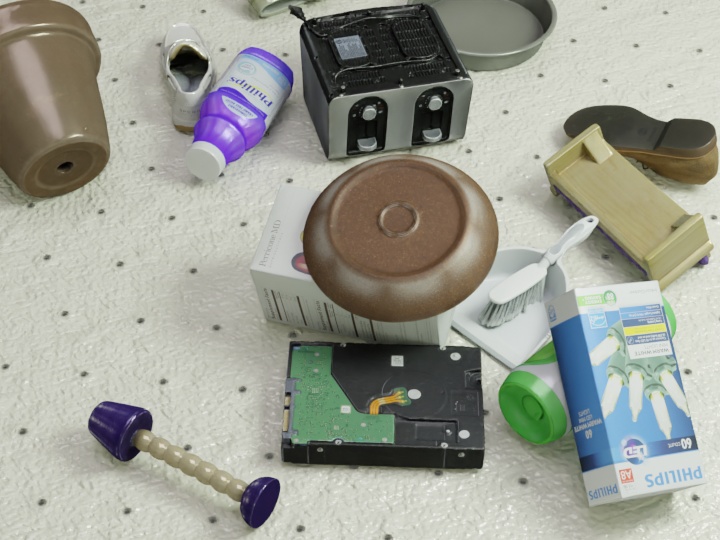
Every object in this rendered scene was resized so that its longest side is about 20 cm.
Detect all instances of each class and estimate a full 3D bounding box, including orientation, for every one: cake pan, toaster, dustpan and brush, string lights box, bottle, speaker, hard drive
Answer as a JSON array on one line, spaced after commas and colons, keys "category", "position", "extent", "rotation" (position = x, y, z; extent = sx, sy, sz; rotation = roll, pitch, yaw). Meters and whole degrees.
[{"category": "cake pan", "position": [0.159, -0.330, 2.013], "extent": [0.200, 0.037, 0.201], "rotation": [1, 44, 0]}, {"category": "toaster", "position": [0.022, -0.235, 1.852], "extent": [0.180, 0.119, 0.200], "rotation": [-9, 45, -12]}, {"category": "dustpan and brush", "position": [0.188, 0.005, 1.645], "extent": [0.200, 0.057, 0.139], "rotation": [-33, 53, -31]}, {"category": "string lights box", "position": [0.251, 0.116, 1.451], "extent": [0.102, 0.059, 0.201], "rotation": [-5, 76, -27]}, {"category": "bottle", "position": [-0.150, -0.187, 1.830], "extent": [0.083, 0.065, 0.200], "rotation": [31, 47, -3]}, {"category": "speaker", "position": [0.230, 0.092, 1.533], "extent": [0.088, 0.089, 0.200], "rotation": [35, 53, 30]}, {"category": "hard drive", "position": [0.023, 0.134, 1.524], "extent": [0.199, 0.038, 0.140], "rotation": [2, 44, -1]}]

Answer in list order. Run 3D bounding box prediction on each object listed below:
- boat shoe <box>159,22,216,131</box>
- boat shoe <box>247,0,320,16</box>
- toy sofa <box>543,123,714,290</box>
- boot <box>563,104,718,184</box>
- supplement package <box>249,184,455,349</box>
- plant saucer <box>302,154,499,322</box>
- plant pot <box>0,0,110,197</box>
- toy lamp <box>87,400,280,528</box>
[{"category": "boat shoe", "position": [-0.214, -0.260, 1.907], "extent": [0.071, 0.069, 0.200], "rotation": [-8, 44, -9]}, {"category": "boat shoe", "position": [-0.066, -0.392, 2.064], "extent": [0.200, 0.072, 0.062], "rotation": [-21, 72, -17]}, {"category": "toy sofa", "position": [0.302, -0.065, 1.721], "extent": [0.083, 0.098, 0.200], "rotation": [-38, 53, -5]}, {"category": "boot", "position": [0.333, -0.145, 1.812], "extent": [0.200, 0.076, 0.074], "rotation": [17, 57, 36]}, {"category": "supplement package", "position": [0.000, 0.000, 1.590], "extent": [0.199, 0.110, 0.114], "rotation": [11, 61, 13]}, {"category": "plant saucer", "position": [0.039, -0.043, 1.526], "extent": [0.200, 0.037, 0.201], "rotation": [-3, 60, 5]}, {"category": "plant pot", "position": [-0.374, -0.183, 1.762], "extent": [0.200, 0.200, 0.175], "rotation": [-20, 67, -21]}, {"category": "toy lamp", "position": [-0.173, 0.180, 1.457], "extent": [0.200, 0.058, 0.058], "rotation": [22, 47, 21]}]
